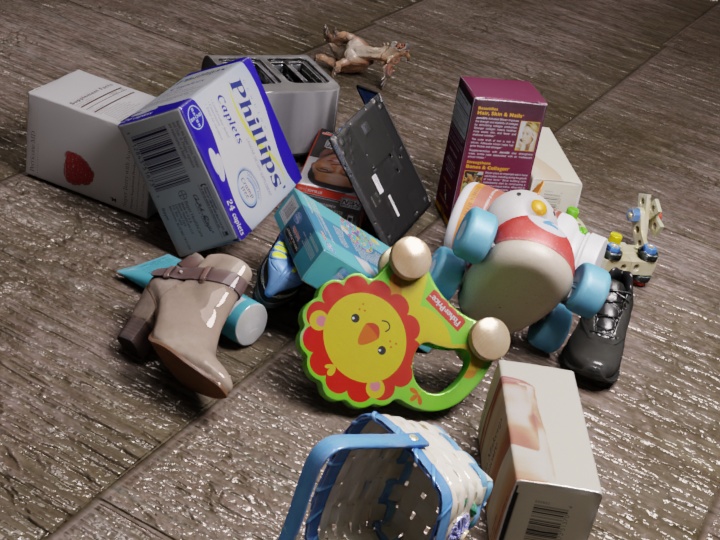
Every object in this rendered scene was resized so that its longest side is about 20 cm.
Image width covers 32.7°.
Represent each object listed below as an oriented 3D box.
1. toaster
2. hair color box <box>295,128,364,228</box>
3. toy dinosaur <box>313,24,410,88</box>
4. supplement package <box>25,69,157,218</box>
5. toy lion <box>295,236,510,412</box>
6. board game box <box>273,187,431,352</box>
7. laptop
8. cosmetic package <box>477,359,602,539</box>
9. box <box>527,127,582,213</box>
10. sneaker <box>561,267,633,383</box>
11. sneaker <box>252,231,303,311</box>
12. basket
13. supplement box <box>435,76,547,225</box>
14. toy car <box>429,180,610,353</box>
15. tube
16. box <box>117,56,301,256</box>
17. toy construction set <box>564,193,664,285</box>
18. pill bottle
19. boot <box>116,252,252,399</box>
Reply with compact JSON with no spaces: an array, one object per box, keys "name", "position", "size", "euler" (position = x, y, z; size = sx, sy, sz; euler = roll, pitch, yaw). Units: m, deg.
[{"name":"toaster","position":[-0.140,-0.248,1.863],"size":[0.178,0.120,0.200],"euler":[-6,33,-27]},{"name":"hair color box","position":[-0.031,-0.130,1.751],"size":[0.100,0.062,0.201],"euler":[13,30,1]},{"name":"toy dinosaur","position":[-0.003,-0.381,2.200],"size":[0.133,0.087,0.200],"euler":[9,10,-26]},{"name":"supplement package","position":[-0.336,-0.172,1.654],"size":[0.197,0.123,0.120],"euler":[20,30,16]},{"name":"toy lion","position":[0.036,0.078,1.332],"size":[0.200,0.069,0.192],"euler":[44,74,-5]},{"name":"board game box","position":[0.000,0.000,1.453],"size":[0.199,0.047,0.152],"euler":[31,17,-30]},{"name":"laptop","position":[0.016,-0.147,1.711],"size":[0.102,0.179,0.200],"euler":[-9,28,43]},{"name":"cosmetic package","position":[0.172,0.189,1.213],"size":[0.086,0.105,0.201],"euler":[10,27,-4]},{"name":"box","position":[0.263,-0.137,1.837],"size":[0.076,0.096,0.201],"euler":[5,28,-10]},{"name":"sneaker","position":[0.295,0.062,1.496],"size":[0.075,0.092,0.201],"euler":[17,30,7]},{"name":"sneaker","position":[-0.092,-0.001,1.484],"size":[0.071,0.083,0.200],"euler":[40,16,-2]},{"name":"basket","position":[0.009,0.208,1.041],"size":[0.198,0.178,0.139],"euler":[1,31,-41]},{"name":"supplement box","position":[0.183,-0.164,1.741],"size":[0.108,0.203,0.086],"euler":[2,29,-14]},{"name":"toy car","position":[0.197,-0.041,1.480],"size":[0.182,0.177,0.202],"euler":[24,54,-9]},{"name":"tube","position":[-0.194,0.025,1.436],"size":[0.198,0.051,0.077],"euler":[27,28,35]},{"name":"box","position":[-0.186,-0.150,1.569],"size":[0.103,0.186,0.200],"euler":[-13,22,28]},{"name":"toy construction set","position":[0.342,-0.041,1.708],"size":[0.197,0.093,0.131],"euler":[-12,34,-16]},{"name":"pill bottle","position":[0.218,-0.034,1.616],"size":[0.197,0.114,0.112],"euler":[20,30,17]},{"name":"boot","position":[-0.169,0.048,1.325],"size":[0.198,0.071,0.146],"euler":[22,57,37]}]
